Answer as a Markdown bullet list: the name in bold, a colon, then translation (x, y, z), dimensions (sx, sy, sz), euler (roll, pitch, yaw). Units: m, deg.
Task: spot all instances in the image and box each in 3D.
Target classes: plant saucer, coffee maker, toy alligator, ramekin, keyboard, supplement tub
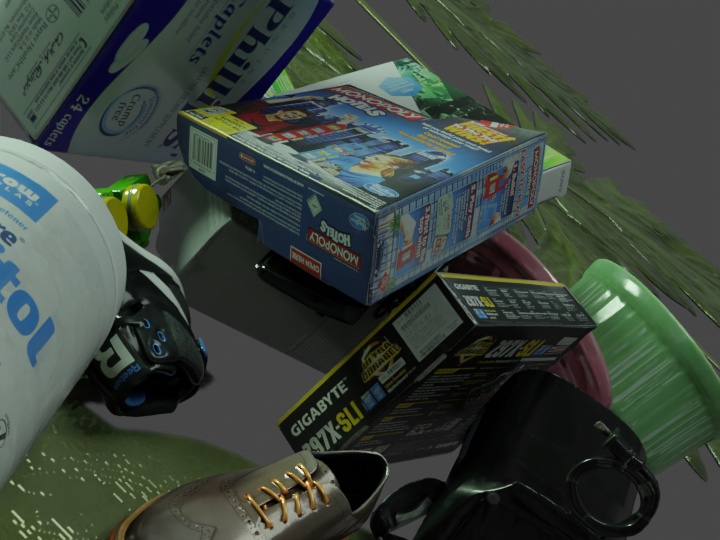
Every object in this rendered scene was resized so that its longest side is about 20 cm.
- **plant saucer**: translation (0.134, 0.056, 0.997), dimensions (0.201, 0.051, 0.201), euler (53, -14, 20)
- **coffee maker**: translation (0.120, 0.150, 0.726), dimensions (0.135, 0.192, 0.200), euler (57, 24, -5)
- **toy alligator**: translation (-0.158, -0.029, 0.747), dimensions (0.200, 0.059, 0.054), euler (-41, 126, -67)
- **ramekin**: translation (0.245, 0.097, 1.076), dimensions (0.200, 0.098, 0.200), euler (54, -3, 4)
- **keyboard**: translation (0.000, 0.000, 0.796), dimensions (0.104, 0.040, 0.200), euler (25, 25, 8)
- **supplement tub**: translation (-0.188, 0.032, 0.483), dimensions (0.132, 0.132, 0.200), euler (40, 23, -11)

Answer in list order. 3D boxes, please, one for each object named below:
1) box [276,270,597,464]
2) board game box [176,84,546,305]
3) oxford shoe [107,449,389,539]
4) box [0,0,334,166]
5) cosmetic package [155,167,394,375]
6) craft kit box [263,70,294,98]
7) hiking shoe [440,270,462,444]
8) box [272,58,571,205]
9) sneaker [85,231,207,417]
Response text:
- **box**: translation (0.059, 0.071, 0.801), dimensions (0.200, 0.160, 0.049), euler (4, 44, -57)
- **board game box**: translation (0.016, -0.063, 0.758), dimensions (0.199, 0.062, 0.200), euler (-15, 32, -38)
- **oxford shoe**: translation (-0.054, 0.128, 0.622), dimensions (0.071, 0.073, 0.200), euler (52, 24, 17)
- **box**: translation (-0.148, -0.181, 0.850), dimensions (0.105, 0.184, 0.200), euler (50, 23, 19)
- **cosmetic package**: translation (-0.046, -0.001, 0.844), dimensions (0.200, 0.090, 0.107), euler (32, 29, -35)
- **craft kit box**: translation (-0.158, -0.225, 1.097), dimensions (0.197, 0.049, 0.200), euler (19, 33, -42)
- **hiking shoe**: translation (0.080, 0.077, 0.965), dimensions (0.087, 0.074, 0.200), euler (27, 34, -62)
- **box**: translation (0.043, -0.098, 0.899), dimensions (0.144, 0.036, 0.200), euler (-22, 46, -32)
- **sneaker**: translation (-0.151, 0.012, 0.616), dimensions (0.200, 0.073, 0.112), euler (36, 15, -46)
